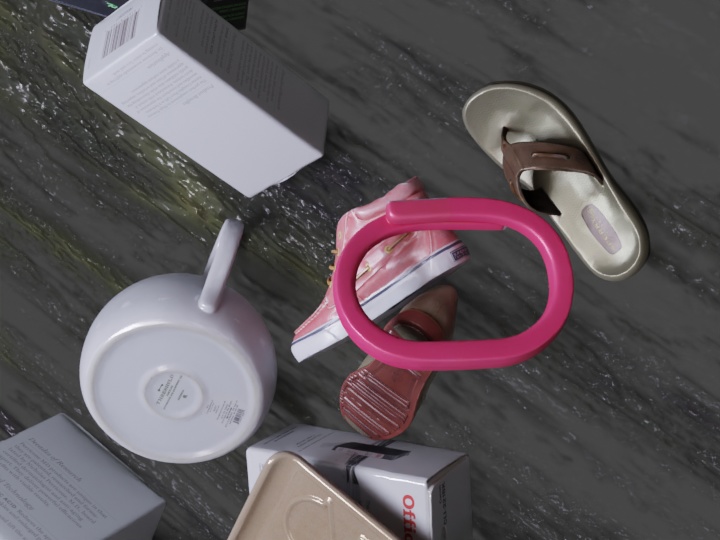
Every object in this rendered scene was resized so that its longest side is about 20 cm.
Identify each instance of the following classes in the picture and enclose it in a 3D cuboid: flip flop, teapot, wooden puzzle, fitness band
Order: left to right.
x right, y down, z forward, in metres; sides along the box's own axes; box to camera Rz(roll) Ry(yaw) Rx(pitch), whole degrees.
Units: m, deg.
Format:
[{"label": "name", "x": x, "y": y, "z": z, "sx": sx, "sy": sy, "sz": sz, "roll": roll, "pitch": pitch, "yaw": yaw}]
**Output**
[{"label": "teapot", "x": -0.166, "y": 0.072, "z": 1.483, "sx": 0.200, "sy": 0.146, "sz": 0.198, "roll": -18, "pitch": 120, "yaw": 15}, {"label": "wooden puzzle", "x": -0.024, "y": 0.277, "z": 1.403, "sx": 0.200, "sy": 0.046, "sz": 0.185, "roll": 35, "pitch": 122, "yaw": 14}, {"label": "fitness band", "x": 0.077, "y": 0.012, "z": 1.296, "sx": 0.200, "sy": 0.037, "sz": 0.144, "roll": -2, "pitch": 72, "yaw": -5}, {"label": "flip flop", "x": 0.157, "y": -0.073, "z": 1.273, "sx": 0.081, "sy": 0.058, "sz": 0.200, "roll": -42, "pitch": 80, "yaw": 34}]

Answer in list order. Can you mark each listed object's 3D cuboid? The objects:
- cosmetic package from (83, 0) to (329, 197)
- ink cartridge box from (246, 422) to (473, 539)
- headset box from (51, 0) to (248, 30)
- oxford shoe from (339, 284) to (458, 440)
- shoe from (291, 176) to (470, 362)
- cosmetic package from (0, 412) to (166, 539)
[{"label": "cosmetic package", "x": -0.131, "y": -0.156, "z": 1.362, "sx": 0.102, "sy": 0.200, "sz": 0.074, "roll": -25, "pitch": 46, "yaw": 35}, {"label": "ink cartridge box", "x": 0.002, "y": 0.233, "z": 1.448, "sx": 0.200, "sy": 0.084, "sz": 0.145, "roll": 6, "pitch": 108, "yaw": 33}, {"label": "headset box", "x": -0.188, "y": -0.314, "z": 1.409, "sx": 0.174, "sy": 0.093, "sz": 0.200, "roll": 21, "pitch": 115, "yaw": 28}, {"label": "oxford shoe", "x": 0.041, "y": 0.086, "z": 1.395, "sx": 0.070, "sy": 0.075, "sz": 0.200, "roll": 39, "pitch": 142, "yaw": 4}, {"label": "shoe", "x": 0.000, "y": 0.000, "z": 1.394, "sx": 0.200, "sy": 0.071, "sz": 0.091, "roll": -35, "pitch": 82, "yaw": 30}, {"label": "cosmetic package", "x": -0.341, "y": 0.284, "z": 1.617, "sx": 0.165, "sy": 0.200, "sz": 0.165, "roll": 37, "pitch": 120, "yaw": 18}]
